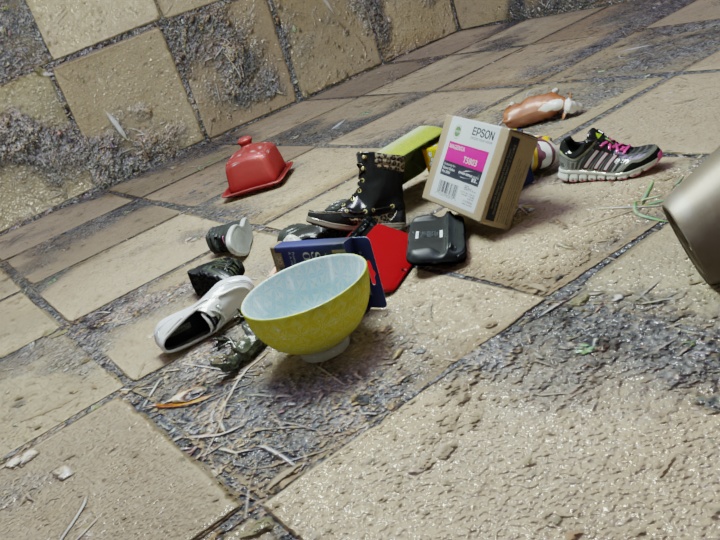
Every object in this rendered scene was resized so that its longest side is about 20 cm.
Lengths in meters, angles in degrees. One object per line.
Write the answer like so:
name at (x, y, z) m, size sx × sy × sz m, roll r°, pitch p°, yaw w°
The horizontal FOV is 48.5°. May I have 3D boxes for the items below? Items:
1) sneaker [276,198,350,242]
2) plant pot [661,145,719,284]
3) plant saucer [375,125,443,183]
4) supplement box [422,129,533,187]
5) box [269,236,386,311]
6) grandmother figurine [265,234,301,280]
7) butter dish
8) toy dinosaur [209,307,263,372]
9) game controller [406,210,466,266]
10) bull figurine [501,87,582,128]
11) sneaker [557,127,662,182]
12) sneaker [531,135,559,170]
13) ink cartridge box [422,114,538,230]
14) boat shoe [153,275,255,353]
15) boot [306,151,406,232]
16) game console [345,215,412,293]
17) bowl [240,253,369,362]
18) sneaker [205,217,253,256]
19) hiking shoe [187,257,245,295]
sneaker at (-0.069, -0.073, 1.609) m, size 0.197 × 0.077 × 0.091 m, roll -30°, pitch 31°, yaw -7°
plant pot at (0.474, -0.075, 0.972) m, size 0.171 × 0.202 × 0.201 m, roll -32°, pitch 17°, yaw 16°
plant saucer at (0.075, -0.228, 1.713) m, size 0.197 × 0.048 × 0.200 m, roll -33°, pitch -10°, yaw -18°
supplement box at (0.234, -0.213, 1.608) m, size 0.108 × 0.111 × 0.198 m, roll -29°, pitch 22°, yaw -27°
box at (-0.055, 0.010, 1.289) m, size 0.196 × 0.124 × 0.032 m, roll -2°, pitch 21°, yaw 38°
grandmother figurine at (-0.137, -0.008, 1.467) m, size 0.120 × 0.061 × 0.201 m, roll -30°, pitch 22°, yaw 18°
butter dish at (-0.312, -0.314, 2.303) m, size 0.195 × 0.151 × 0.201 m, roll -13°, pitch 21°, yaw 14°
toy dinosaur at (-0.183, 0.105, 1.282) m, size 0.087 × 0.048 × 0.199 m, roll 15°, pitch 37°, yaw 33°
game controller at (0.133, -0.054, 1.394) m, size 0.102 × 0.043 × 0.201 m, roll -11°, pitch 21°, yaw 11°
bull figurine at (0.442, -0.399, 1.956) m, size 0.195 × 0.067 × 0.122 m, roll -10°, pitch 18°, yaw 19°
sneaker at (0.446, -0.217, 1.456) m, size 0.196 × 0.089 × 0.074 m, roll -1°, pitch 26°, yaw 40°
sneaker at (0.353, -0.247, 1.661) m, size 0.088 × 0.077 × 0.201 m, roll -5°, pitch 21°, yaw -7°
ink cartridge box at (0.209, -0.181, 1.436) m, size 0.074 × 0.169 × 0.199 m, roll 10°, pitch 11°, yaw -30°
boat shoe at (-0.263, 0.083, 1.389) m, size 0.198 × 0.075 × 0.065 m, roll -36°, pitch 28°, yaw -12°
boot at (-0.003, -0.150, 1.533) m, size 0.194 × 0.155 × 0.073 m, roll 4°, pitch 3°, yaw 5°
game console at (0.000, 0.000, 1.418) m, size 0.172 × 0.119 × 0.200 m, roll -44°, pitch 3°, yaw 36°
bowl at (-0.066, 0.068, 1.175) m, size 0.195 × 0.110 × 0.201 m, roll -17°, pitch 20°, yaw 7°
sneaker at (-0.301, -0.062, 1.780) m, size 0.097 × 0.072 × 0.200 m, roll -19°, pitch 14°, yaw 6°
hiking shoe at (-0.267, 0.006, 1.559) m, size 0.100 × 0.077 × 0.198 m, roll -33°, pitch 23°, yaw -24°
